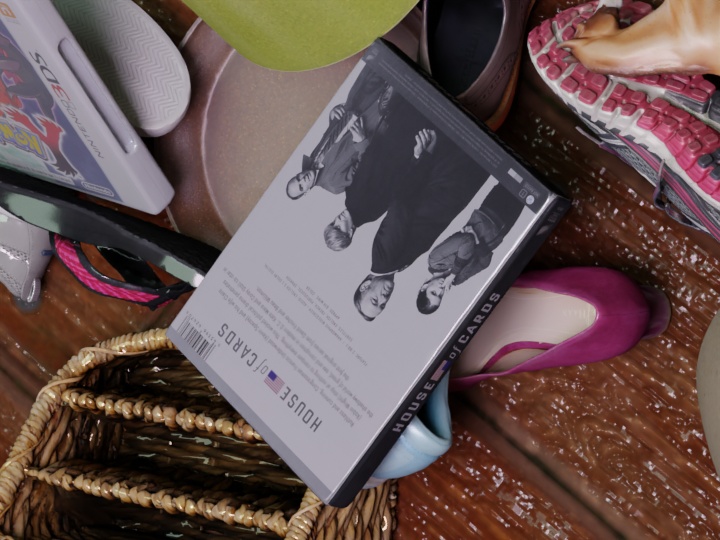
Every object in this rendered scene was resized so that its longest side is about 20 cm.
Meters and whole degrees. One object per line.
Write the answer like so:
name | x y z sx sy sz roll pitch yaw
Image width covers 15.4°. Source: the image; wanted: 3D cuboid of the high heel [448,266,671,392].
high heel | 0.064 0.033 1.442 0.199 0.096 0.068 -2 88 27

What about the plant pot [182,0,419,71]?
plant pot | -0.072 -0.230 1.394 0.186 0.200 0.188 -18 60 33

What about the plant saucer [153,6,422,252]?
plant saucer | -0.025 -0.075 1.525 0.199 0.034 0.201 -1 88 28

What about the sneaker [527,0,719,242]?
sneaker | 0.161 -0.071 1.411 0.080 0.075 0.200 -31 56 -21

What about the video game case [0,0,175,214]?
video game case | -0.216 -0.116 1.518 0.199 0.183 0.023 17 60 40

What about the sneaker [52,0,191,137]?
sneaker | -0.184 -0.125 1.579 0.199 0.116 0.074 31 70 11

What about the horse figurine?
horse figurine | 0.218 -0.123 1.366 0.199 0.050 0.133 30 69 19

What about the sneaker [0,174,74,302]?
sneaker | -0.273 -0.032 1.627 0.199 0.075 0.082 12 93 26

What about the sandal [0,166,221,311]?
sandal | -0.144 -0.010 1.523 0.199 0.075 0.045 21 96 25

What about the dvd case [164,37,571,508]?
dvd case | 0.000 0.000 1.389 0.150 0.025 0.200 44 104 33

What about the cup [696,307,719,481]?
cup | 0.247 0.067 1.312 0.143 0.200 0.201 38 107 49

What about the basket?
basket | -0.091 0.104 1.491 0.199 0.149 0.144 10 93 28

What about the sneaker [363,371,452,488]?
sneaker | 0.021 0.013 1.430 0.082 0.074 0.201 -15 76 36

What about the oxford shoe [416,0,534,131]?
oxford shoe | 0.069 -0.173 1.442 0.071 0.073 0.201 5 79 7
